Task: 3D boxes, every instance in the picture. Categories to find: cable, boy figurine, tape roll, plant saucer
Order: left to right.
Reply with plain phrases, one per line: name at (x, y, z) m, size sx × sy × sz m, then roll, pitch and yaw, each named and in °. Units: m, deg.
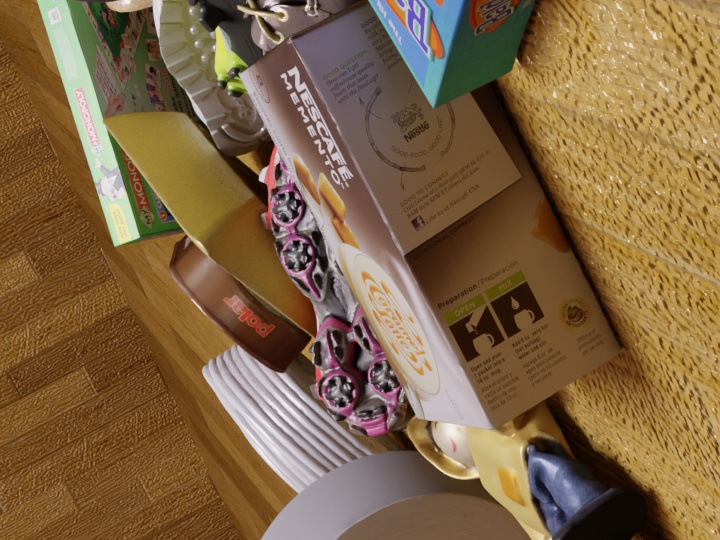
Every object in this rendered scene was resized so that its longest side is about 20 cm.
plant saucer at (-0.074, -0.031, 1.205) m, size 0.200 × 0.048 × 0.200 m, roll 40°, pitch -174°, yaw -41°
cable at (-0.031, 0.127, 1.297) m, size 0.200 × 0.069 × 0.200 m, roll 43°, pitch -178°, yaw -26°
tape roll at (0.024, 0.223, 1.109) m, size 0.066 × 0.200 × 0.201 m, roll 38°, pitch 153°, yaw 59°
boy figurine at (0.088, 0.108, 0.928) m, size 0.200 × 0.064 × 0.125 m, roll 39°, pitch 157°, yaw 57°

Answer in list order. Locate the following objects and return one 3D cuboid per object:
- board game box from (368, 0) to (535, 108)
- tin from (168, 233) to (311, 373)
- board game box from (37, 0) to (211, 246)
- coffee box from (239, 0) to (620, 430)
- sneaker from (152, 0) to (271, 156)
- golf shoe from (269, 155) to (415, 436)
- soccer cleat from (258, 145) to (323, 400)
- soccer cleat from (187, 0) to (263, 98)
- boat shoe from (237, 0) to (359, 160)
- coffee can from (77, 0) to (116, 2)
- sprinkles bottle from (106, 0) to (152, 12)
board game box at (0.020, -0.171, 0.651) m, size 0.152 × 0.045 × 0.200 m, roll 60°, pitch 168°, yaw 14°
tin at (-0.085, 0.015, 1.224) m, size 0.112 × 0.042 × 0.200 m, roll 47°, pitch -176°, yaw -11°
board game box at (-0.167, -0.125, 1.287) m, size 0.134 × 0.029 × 0.201 m, roll -15°, pitch -93°, yaw -58°
coffee box at (0.030, -0.031, 0.811) m, size 0.201 × 0.080 × 0.114 m, roll 63°, pitch 164°, yaw -6°
sneaker at (-0.105, -0.163, 1.126) m, size 0.200 × 0.076 × 0.081 m, roll 80°, pitch 164°, yaw -54°
golf shoe at (0.000, 0.000, 1.030) m, size 0.092 × 0.072 × 0.201 m, roll -5°, pitch -98°, yaw -64°
soccer cleat at (-0.007, 0.001, 1.104) m, size 0.085 × 0.069 × 0.201 m, roll -4°, pitch 102°, yaw 42°
soccer cleat at (-0.060, -0.160, 1.008) m, size 0.200 × 0.064 × 0.084 m, roll 71°, pitch -152°, yaw -72°
boat shoe at (-0.031, -0.133, 0.905) m, size 0.072 × 0.059 × 0.200 m, roll 54°, pitch 166°, yaw 32°
coffee can at (-0.183, -0.277, 1.025) m, size 0.200 × 0.146 × 0.147 m, roll 52°, pitch 164°, yaw 41°
sprinkles bottle at (-0.187, -0.287, 1.201) m, size 0.068 × 0.068 × 0.201 m, roll 42°, pitch 157°, yaw 58°
